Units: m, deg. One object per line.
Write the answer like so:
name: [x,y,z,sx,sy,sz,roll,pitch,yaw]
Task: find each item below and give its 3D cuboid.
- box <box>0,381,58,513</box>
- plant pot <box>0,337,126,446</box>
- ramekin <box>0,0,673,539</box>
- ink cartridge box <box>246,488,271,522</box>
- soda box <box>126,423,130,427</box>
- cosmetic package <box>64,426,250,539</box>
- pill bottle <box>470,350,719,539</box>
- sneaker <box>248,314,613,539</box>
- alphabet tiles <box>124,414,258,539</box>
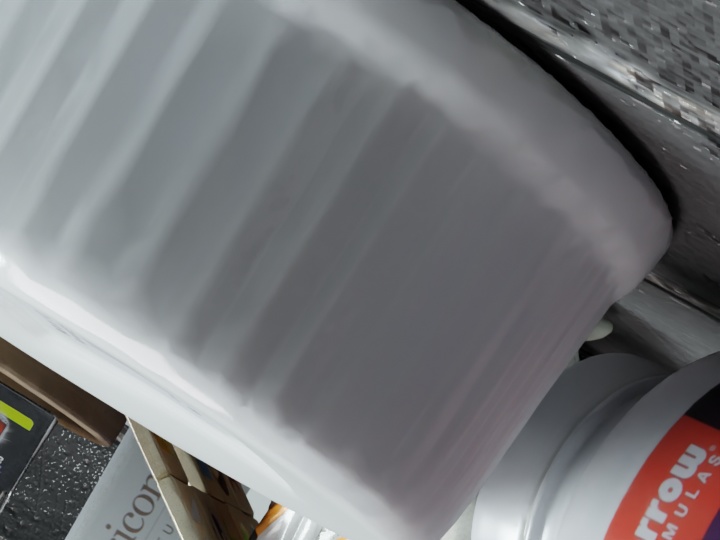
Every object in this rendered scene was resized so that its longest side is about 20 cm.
box: [-0.241,0.072,1.074,0.199,0.161,0.044,32,171,-10]
plant pot: [-0.161,-0.019,1.128,0.200,0.093,0.201,32,172,5]
ramekin: [-0.037,-0.018,0.647,0.200,0.098,0.200,30,172,5]
ink cartridge box: [0.043,0.146,0.975,0.144,0.084,0.200,25,-163,-27]
soda box: [-0.157,0.014,1.413,0.200,0.064,0.068,35,173,-21]
cosmetic package: [-0.029,0.137,1.312,0.199,0.168,0.166,31,173,-2]
pill bottle: [0.120,0.086,0.637,0.200,0.113,0.112,23,169,43]
sneaker: [0.018,0.078,0.823,0.092,0.076,0.201,21,128,13]
alphabet tiles: [-0.075,0.014,0.896,0.167,0.008,0.201,54,-169,-79]
